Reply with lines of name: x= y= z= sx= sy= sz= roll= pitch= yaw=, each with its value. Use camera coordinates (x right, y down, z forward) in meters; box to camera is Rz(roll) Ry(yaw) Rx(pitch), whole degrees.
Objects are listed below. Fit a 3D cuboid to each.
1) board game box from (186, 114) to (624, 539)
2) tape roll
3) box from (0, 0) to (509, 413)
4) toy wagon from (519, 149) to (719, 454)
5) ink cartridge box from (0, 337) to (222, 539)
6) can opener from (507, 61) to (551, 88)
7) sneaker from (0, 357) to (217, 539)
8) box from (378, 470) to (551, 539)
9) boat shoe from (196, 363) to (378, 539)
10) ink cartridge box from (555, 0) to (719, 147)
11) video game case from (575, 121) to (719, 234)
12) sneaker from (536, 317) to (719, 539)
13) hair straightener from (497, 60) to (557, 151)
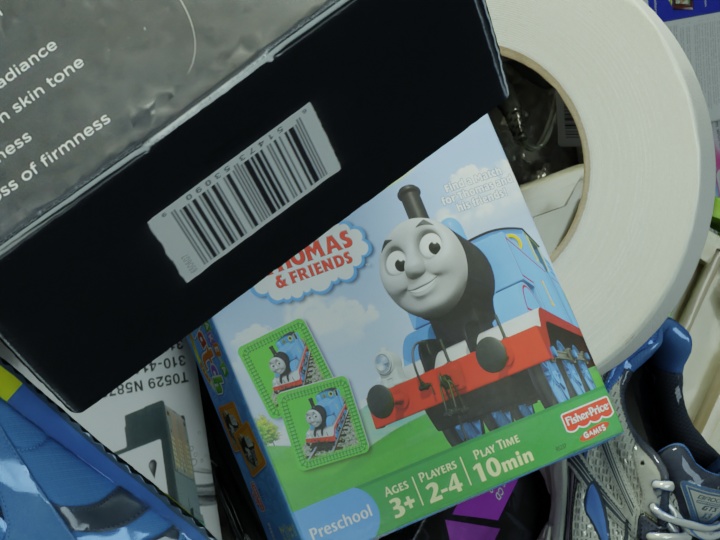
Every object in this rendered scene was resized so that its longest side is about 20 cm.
board game box: x=0.000 y=0.000 z=0.873 sx=0.150 sy=0.037 sz=0.201 roll=-20 pitch=81 yaw=-26
tape roll: x=0.051 y=-0.043 z=0.942 sx=0.037 sy=0.201 sz=0.205 roll=-2 pitch=87 yaw=-70
box: x=-0.087 y=-0.096 z=0.778 sx=0.199 sy=0.124 sz=0.197 roll=-36 pitch=63 yaw=-4
toy wagon: x=0.099 y=0.014 z=1.033 sx=0.199 sy=0.040 sz=0.156 roll=28 pitch=82 yaw=-15
ink cartridge box: x=-0.137 y=0.081 z=0.872 sx=0.145 sy=0.084 sz=0.202 roll=-10 pitch=91 yaw=-31
can opener: x=0.057 y=-0.179 z=1.021 sx=0.066 sy=0.053 sz=0.201 roll=-27 pitch=98 yaw=15
sneaker: x=-0.116 y=0.093 z=0.803 sx=0.200 sy=0.066 sz=0.079 roll=41 pitch=80 yaw=-21
box: x=0.081 y=0.172 z=0.957 sx=0.200 sy=0.036 sz=0.143 roll=53 pitch=40 yaw=-17
boat shoe: x=-0.057 y=0.035 z=0.934 sx=0.074 sy=0.066 sz=0.201 roll=-22 pitch=85 yaw=-52
ink cartridge box: x=0.152 y=-0.117 z=1.035 sx=0.199 sy=0.037 sz=0.096 roll=-16 pitch=104 yaw=-51
video game case: x=0.187 y=-0.062 z=1.116 sx=0.181 sy=0.024 sz=0.202 roll=-14 pitch=94 yaw=-32
sneaker: x=0.120 y=0.110 z=0.938 sx=0.077 sy=0.085 sz=0.202 roll=10 pitch=65 yaw=-46
hair straightener: x=0.028 y=-0.130 z=0.991 sx=0.200 sy=0.077 sz=0.041 roll=48 pitch=61 yaw=-19
